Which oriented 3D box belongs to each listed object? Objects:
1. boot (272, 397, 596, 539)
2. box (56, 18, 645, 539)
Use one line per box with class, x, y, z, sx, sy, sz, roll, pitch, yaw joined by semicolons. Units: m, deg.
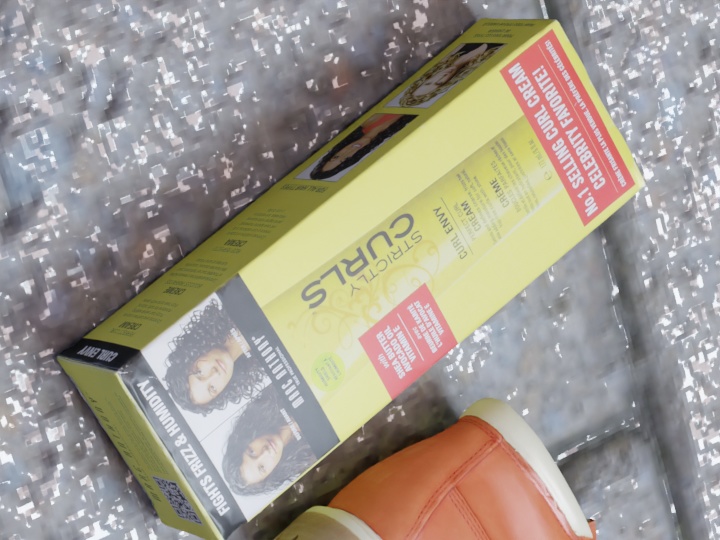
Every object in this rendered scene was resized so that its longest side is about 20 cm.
boot;0.061;0.142;0.946;0.107;0.075;0.200;-40;112;-27
box;0.000;0.000;0.906;0.200;0.050;0.075;-39;112;-23
